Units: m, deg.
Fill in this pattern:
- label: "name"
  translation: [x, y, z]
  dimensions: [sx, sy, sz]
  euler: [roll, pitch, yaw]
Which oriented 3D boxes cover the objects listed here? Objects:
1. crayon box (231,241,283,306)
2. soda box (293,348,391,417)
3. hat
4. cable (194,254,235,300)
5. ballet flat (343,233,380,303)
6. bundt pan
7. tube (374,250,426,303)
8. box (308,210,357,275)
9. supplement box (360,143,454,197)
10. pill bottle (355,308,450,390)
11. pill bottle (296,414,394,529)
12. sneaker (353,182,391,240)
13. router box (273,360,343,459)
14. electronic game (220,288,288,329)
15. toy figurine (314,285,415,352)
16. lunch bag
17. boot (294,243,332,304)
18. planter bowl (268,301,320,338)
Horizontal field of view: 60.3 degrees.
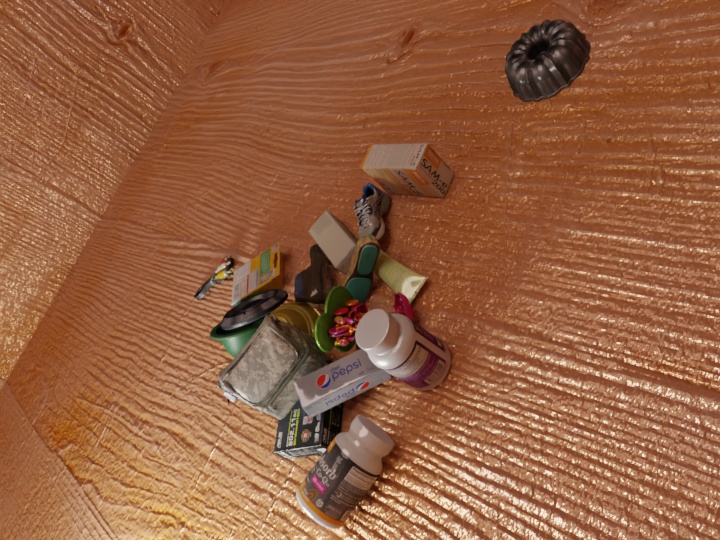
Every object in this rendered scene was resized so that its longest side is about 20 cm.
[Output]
- label: "crayon box"
  translation: [-0.288, 0.018, 1.799]
  dimensions: [0.199, 0.051, 0.127]
  euler: [-30, 45, 28]
- label: "soda box"
  translation: [-0.038, 0.234, 1.328]
  dimensions: [0.198, 0.064, 0.069]
  euler: [-26, 54, -2]
- label: "hat"
  translation: [-0.315, 0.226, 1.708]
  dimensions: [0.198, 0.178, 0.165]
  euler: [-23, 18, -18]
- label: "cable"
  translation: [-0.471, 0.015, 1.985]
  dimensions: [0.199, 0.050, 0.098]
  euler: [-31, 42, 26]
- label: "ballet flat"
  translation: [0.000, 0.000, 1.473]
  dimensions: [0.071, 0.070, 0.201]
  euler: [-116, 36, -47]
- label: "bundt pan"
  translation: [0.419, -0.496, 1.432]
  dimensions: [0.201, 0.076, 0.204]
  euler: [-26, 47, 31]
- label: "tube"
  translation: [0.076, 0.007, 1.452]
  dimensions: [0.051, 0.059, 0.200]
  euler: [-19, 35, -25]
- label: "box"
  translation: [-0.057, -0.071, 1.617]
  dimensions: [0.082, 0.068, 0.200]
  euler: [-47, 40, 9]
- label: "supplement box"
  translation: [0.112, -0.246, 1.525]
  dimensions: [0.199, 0.126, 0.074]
  euler: [12, 71, 49]
- label: "pill bottle"
  translation: [0.082, 0.153, 1.219]
  dimensions: [0.112, 0.200, 0.113]
  euler: [-25, 48, 31]
- label: "pill bottle"
  translation: [-0.028, 0.396, 1.227]
  dimensions: [0.201, 0.116, 0.116]
  euler: [-54, 40, 1]
- label: "sneaker"
  translation: [0.015, -0.140, 1.557]
  dimensions: [0.077, 0.085, 0.201]
  euler: [-24, 38, 32]
- label: "router box"
  translation: [-0.114, 0.316, 1.409]
  dimensions: [0.149, 0.062, 0.202]
  euler: [-21, 50, 36]
- label: "electronic game"
  translation: [-0.286, 0.105, 1.674]
  dimensions: [0.198, 0.042, 0.200]
  euler: [-24, 12, 5]
- label: "toy figurine"
  translation: [0.024, 0.106, 1.350]
  dimensions: [0.182, 0.200, 0.152]
  euler: [-8, 102, 28]
- label: "lunch bag"
  translation: [-0.202, 0.211, 1.385]
  dimensions: [0.200, 0.167, 0.139]
  euler: [-50, 33, 5]
- label: "boot"
  translation: [-0.134, 0.006, 1.605]
  dimensions: [0.075, 0.096, 0.201]
  euler: [100, 160, -43]
- label: "planter bowl"
  translation: [-0.190, 0.164, 1.529]
  dimensions: [0.198, 0.083, 0.203]
  euler: [-9, 69, 25]
